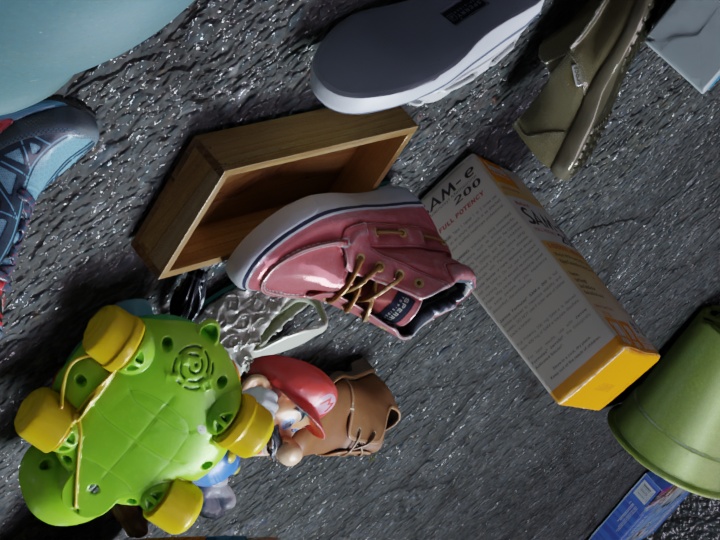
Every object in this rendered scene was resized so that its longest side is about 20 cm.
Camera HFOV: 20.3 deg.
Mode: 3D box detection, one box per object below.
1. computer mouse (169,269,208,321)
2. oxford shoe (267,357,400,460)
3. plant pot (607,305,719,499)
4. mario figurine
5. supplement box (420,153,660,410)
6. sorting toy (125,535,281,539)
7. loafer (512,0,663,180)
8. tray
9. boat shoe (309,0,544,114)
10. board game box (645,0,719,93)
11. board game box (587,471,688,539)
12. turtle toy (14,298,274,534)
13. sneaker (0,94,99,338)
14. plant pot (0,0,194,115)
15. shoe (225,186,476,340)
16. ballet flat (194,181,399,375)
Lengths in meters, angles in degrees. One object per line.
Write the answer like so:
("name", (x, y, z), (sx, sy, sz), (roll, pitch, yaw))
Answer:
("computer mouse", (-0.151, 0.068, 1.432), (0.201, 0.034, 0.059), (-65, 174, 35))
("oxford shoe", (-0.016, 0.130, 1.704), (0.071, 0.071, 0.200), (-50, 169, 25))
("plant pot", (0.443, 0.154, 2.548), (0.199, 0.199, 0.191), (-10, 131, -56))
("mario figurine", (-0.102, 0.146, 1.563), (0.199, 0.107, 0.123), (-31, -166, -6))
("supplement box", (0.141, 0.010, 1.602), (0.073, 0.201, 0.126), (-41, 162, 13))
("sorting toy", (-0.178, 0.226, 1.583), (0.183, 0.037, 0.200), (-6, 176, 23))
("loafer", (0.169, -0.165, 1.484), (0.201, 0.067, 0.076), (-67, 169, 18))
("tray", (-0.055, -0.059, 1.332), (0.199, 0.037, 0.099), (-16, 149, -49))
("boat shoe", (0.044, -0.137, 1.296), (0.199, 0.074, 0.066), (-27, 152, -33))
("board game box", (0.290, -0.212, 1.534), (0.148, 0.064, 0.200), (-50, 176, 12))
("board game box", (0.470, 0.376, 3.242), (0.198, 0.043, 0.201), (-20, 151, -50))
("turtle toy", (-0.159, 0.102, 1.353), (0.200, 0.145, 0.101), (-47, -159, 17))
("sneaker", (-0.206, -0.006, 1.065), (0.200, 0.096, 0.079), (-42, 161, 1))
("plant pot", (-0.134, -0.159, 0.761), (0.199, 0.201, 0.188), (-27, 172, -34))
("shoe", (0.000, 0.000, 1.370), (0.199, 0.091, 0.072), (-14, 148, -53))
("ballet flat", (-0.034, 0.012, 1.478), (0.199, 0.072, 0.072), (-35, 160, -20))
